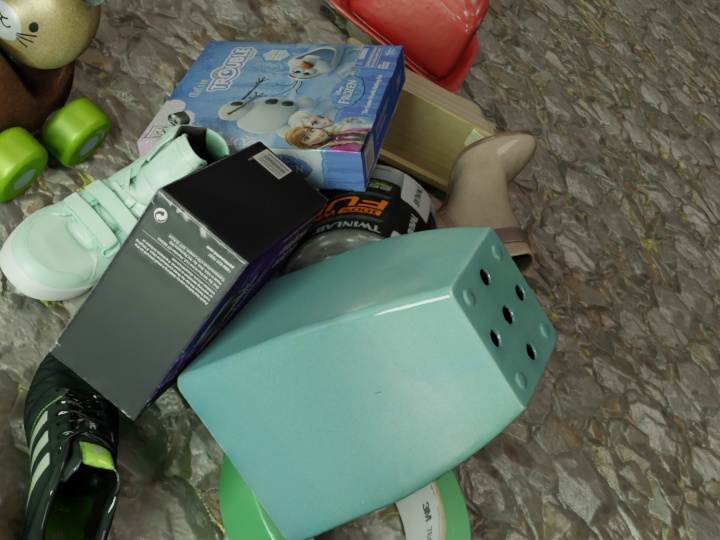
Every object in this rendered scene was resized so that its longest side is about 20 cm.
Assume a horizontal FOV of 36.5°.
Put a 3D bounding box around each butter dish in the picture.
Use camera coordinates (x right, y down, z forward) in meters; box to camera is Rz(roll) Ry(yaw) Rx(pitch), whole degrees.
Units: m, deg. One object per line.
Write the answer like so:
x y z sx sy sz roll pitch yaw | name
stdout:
0.089 -0.346 1.346 0.200 0.148 0.200 38 37 -8 | butter dish

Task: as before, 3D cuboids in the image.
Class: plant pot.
0.018 0.062 0.721 0.142 0.199 0.141 57 34 -12 | plant pot

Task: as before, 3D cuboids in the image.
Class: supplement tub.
0.000 0.000 0.913 0.122 0.123 0.200 36 25 -10 | supplement tub

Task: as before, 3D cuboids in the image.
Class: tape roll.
-0.008 0.177 0.820 0.199 0.048 0.201 26 39 -23 | tape roll

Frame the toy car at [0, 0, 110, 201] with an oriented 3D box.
-0.255 -0.187 0.817 0.164 0.200 0.158 44 36 2 | toy car

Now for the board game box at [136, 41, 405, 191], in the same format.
-0.073 -0.146 0.989 0.197 0.044 0.201 3 37 12 | board game box

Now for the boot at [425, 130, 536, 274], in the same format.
0.129 -0.053 1.099 0.199 0.071 0.146 -30 49 -10 | boot

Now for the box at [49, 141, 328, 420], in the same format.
-0.113 -0.001 0.775 0.079 0.141 0.200 41 20 0 | box

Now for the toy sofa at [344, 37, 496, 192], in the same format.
0.048 -0.159 1.175 0.199 0.083 0.098 23 28 -26 | toy sofa

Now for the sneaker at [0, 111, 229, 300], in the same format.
-0.181 -0.056 0.828 0.074 0.118 0.200 47 37 4 | sneaker

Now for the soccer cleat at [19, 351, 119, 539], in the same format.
-0.177 0.120 0.687 0.067 0.081 0.201 21 42 -27 | soccer cleat
